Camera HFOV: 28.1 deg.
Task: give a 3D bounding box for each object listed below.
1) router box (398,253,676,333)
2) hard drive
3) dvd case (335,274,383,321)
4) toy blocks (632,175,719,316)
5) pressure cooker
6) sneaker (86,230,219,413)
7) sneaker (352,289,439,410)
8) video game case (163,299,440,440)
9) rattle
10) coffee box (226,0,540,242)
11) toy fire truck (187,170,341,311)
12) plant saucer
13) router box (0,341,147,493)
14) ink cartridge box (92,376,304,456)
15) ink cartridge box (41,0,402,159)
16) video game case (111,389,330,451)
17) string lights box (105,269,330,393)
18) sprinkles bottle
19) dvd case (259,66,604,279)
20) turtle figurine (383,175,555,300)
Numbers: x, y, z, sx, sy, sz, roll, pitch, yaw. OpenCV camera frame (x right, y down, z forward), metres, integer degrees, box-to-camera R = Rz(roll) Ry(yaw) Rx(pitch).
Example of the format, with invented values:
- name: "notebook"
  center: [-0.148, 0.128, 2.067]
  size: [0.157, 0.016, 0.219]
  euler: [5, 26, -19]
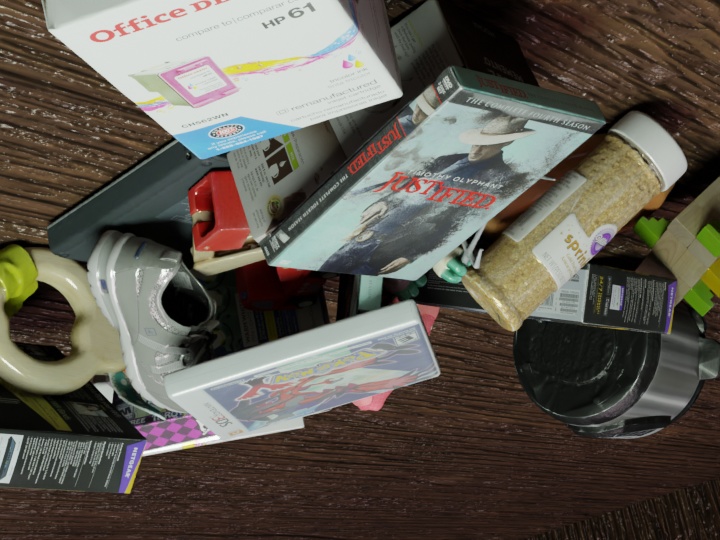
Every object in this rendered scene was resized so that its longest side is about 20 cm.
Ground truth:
- name: "router box"
  center: [0.160, 0.018, 1.305]
  size: [0.200, 0.052, 0.157]
  euler: [6, 179, 39]
- name: "hard drive"
  center: [-0.135, -0.051, 1.144]
  size: [0.200, 0.033, 0.139]
  euler: [-28, 155, 37]
- name: "dvd case"
  center: [0.000, 0.000, 1.202]
  size: [0.022, 0.146, 0.200]
  euler: [7, 159, -6]
- name: "toy blocks"
  center: [0.330, -0.044, 1.321]
  size: [0.137, 0.100, 0.200]
  euler: [-40, 168, -17]
- name: "pressure cooker"
  center: [0.284, 0.091, 1.568]
  size: [0.179, 0.176, 0.200]
  euler: [-49, 148, 17]
- name: "sneaker"
  center: [-0.147, 0.052, 1.148]
  size: [0.082, 0.075, 0.200]
  euler: [6, 145, 25]
- name: "sneaker"
  center: [0.033, 0.063, 1.378]
  size: [0.074, 0.087, 0.200]
  euler: [-3, -155, 36]
- name: "video game case"
  center: [-0.039, 0.084, 1.154]
  size: [0.200, 0.023, 0.182]
  euler: [-18, 161, 3]
- name: "rattle"
  center: [-0.262, 0.075, 1.229]
  size: [0.200, 0.130, 0.143]
  euler: [30, 126, -32]
- name: "coffee box"
  center: [0.020, -0.091, 1.011]
  size: [0.200, 0.080, 0.113]
  euler: [-34, 151, 28]
- name: "toy fire truck"
  center: [-0.082, -0.017, 1.146]
  size: [0.141, 0.049, 0.200]
  euler: [-3, 159, -23]
- name: "plant saucer"
  center: [0.192, -0.063, 1.294]
  size: [0.200, 0.038, 0.200]
  euler: [-11, 160, -4]
- name: "router box"
  center: [-0.293, 0.115, 1.196]
  size: [0.157, 0.052, 0.200]
  euler: [10, -166, -37]
- name: "ink cartridge box"
  center: [-0.167, 0.128, 1.474]
  size: [0.199, 0.084, 0.145]
  euler: [-9, -175, -8]
- name: "ink cartridge box"
  center: [-0.076, -0.152, 0.827]
  size: [0.144, 0.085, 0.200]
  euler: [-16, 159, 14]
- name: "video game case"
  center: [-0.131, 0.089, 1.347]
  size: [0.199, 0.181, 0.036]
  euler: [-12, 121, 3]
- name: "string lights box"
  center: [-0.132, 0.039, 1.290]
  size: [0.199, 0.103, 0.059]
  euler: [-13, 162, 3]
- name: "sprinkles bottle"
  center: [0.172, -0.040, 1.167]
  size: [0.200, 0.068, 0.068]
  euler: [-43, 160, -5]
- name: "dvd case"
  center: [0.047, -0.058, 0.959]
  size: [0.146, 0.022, 0.200]
  euler: [6, 143, -44]
- name: "turtle figurine"
  center: [0.073, -0.057, 1.163]
  size: [0.150, 0.101, 0.200]
  euler: [-48, 180, -29]
